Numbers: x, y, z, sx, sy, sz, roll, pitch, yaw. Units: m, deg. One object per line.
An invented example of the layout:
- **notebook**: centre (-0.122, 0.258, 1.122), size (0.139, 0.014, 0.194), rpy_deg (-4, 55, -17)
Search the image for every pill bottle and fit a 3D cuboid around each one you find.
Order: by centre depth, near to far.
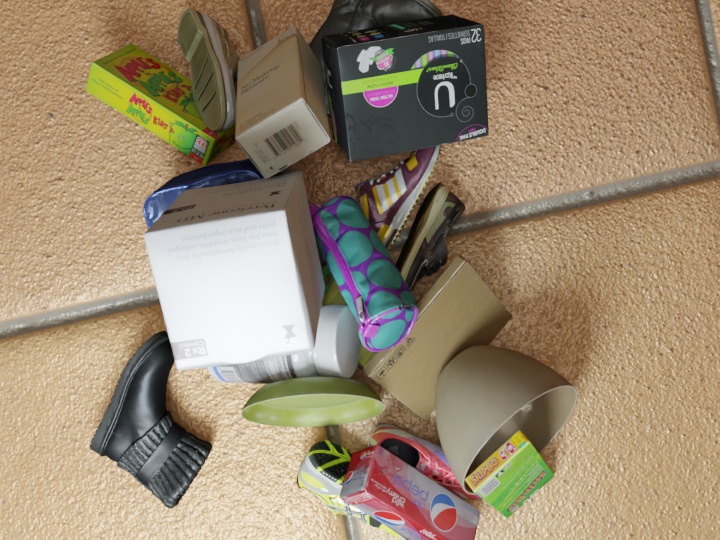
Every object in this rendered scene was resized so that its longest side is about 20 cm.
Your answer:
- **pill bottle**: centre (-0.105, 0.097, 1.069), size (0.195, 0.113, 0.117), rpy_deg (-2, 89, 21)

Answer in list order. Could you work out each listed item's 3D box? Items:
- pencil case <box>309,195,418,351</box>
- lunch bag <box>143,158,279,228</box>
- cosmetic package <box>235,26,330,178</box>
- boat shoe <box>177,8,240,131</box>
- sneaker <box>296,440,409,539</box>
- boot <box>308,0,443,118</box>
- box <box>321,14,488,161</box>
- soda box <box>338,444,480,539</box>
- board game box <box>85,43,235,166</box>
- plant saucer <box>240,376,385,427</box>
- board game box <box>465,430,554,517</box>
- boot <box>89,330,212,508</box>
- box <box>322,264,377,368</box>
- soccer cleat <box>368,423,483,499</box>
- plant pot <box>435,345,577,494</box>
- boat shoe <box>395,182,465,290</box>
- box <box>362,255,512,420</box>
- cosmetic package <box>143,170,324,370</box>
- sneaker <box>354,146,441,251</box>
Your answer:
- **pencil case**: centre (0.000, 0.000, 1.025), size (0.085, 0.091, 0.202), rpy_deg (-48, 56, 29)
- **lunch bag**: centre (-0.186, -0.078, 1.090), size (0.195, 0.133, 0.139), rpy_deg (-11, 108, 4)
- **cosmetic package**: centre (-0.103, -0.222, 1.019), size (0.102, 0.202, 0.073), rpy_deg (-27, 130, 14)
- **boat shoe**: centre (-0.197, -0.280, 1.094), size (0.067, 0.075, 0.204), rpy_deg (3, 58, -39)
- **sneaker**: centre (-0.002, 0.321, 1.123), size (0.198, 0.076, 0.077), rpy_deg (37, 125, -5)
- **boot**: centre (0.004, -0.310, 1.122), size (0.179, 0.073, 0.204), rpy_deg (23, 84, 14)
- **box**: centre (0.058, -0.249, 1.056), size (0.195, 0.125, 0.152), rpy_deg (-12, 115, -9)
- **soda box**: centre (0.070, 0.319, 1.071), size (0.199, 0.063, 0.071), rpy_deg (36, 52, -20)
- **board game box**: centre (-0.272, -0.236, 1.107), size (0.198, 0.102, 0.048), rpy_deg (32, 126, 1)
- **plant saucer**: centre (-0.064, 0.177, 1.063), size (0.195, 0.201, 0.032), rpy_deg (-5, 68, 1)
- **board game box**: centre (0.208, 0.282, 1.065), size (0.095, 0.200, 0.030), rpy_deg (-41, 53, 0)
- **boot**: centre (-0.273, 0.211, 1.113), size (0.156, 0.079, 0.214), rpy_deg (30, 100, 8)
- **box**: centre (0.014, 0.072, 1.129), size (0.199, 0.048, 0.118), rpy_deg (41, 91, -1)
- **soccer cleat**: centre (0.103, 0.277, 1.110), size (0.196, 0.073, 0.070), rpy_deg (23, 90, 2)
- **plant pot**: centre (0.176, 0.183, 1.068), size (0.200, 0.200, 0.135), rpy_deg (-42, 57, 0)
- **boat shoe**: centre (0.094, -0.028, 1.098), size (0.064, 0.073, 0.203), rpy_deg (27, 72, -6)
- **box**: centre (0.112, 0.099, 1.085), size (0.201, 0.163, 0.021), rpy_deg (-50, 45, -2)
- **cosmetic package**: centre (-0.139, -0.007, 0.938), size (0.161, 0.201, 0.169), rpy_deg (-9, 108, 4)
- **sneaker**: centre (0.042, -0.119, 1.117), size (0.089, 0.075, 0.203), rpy_deg (28, 88, 1)
